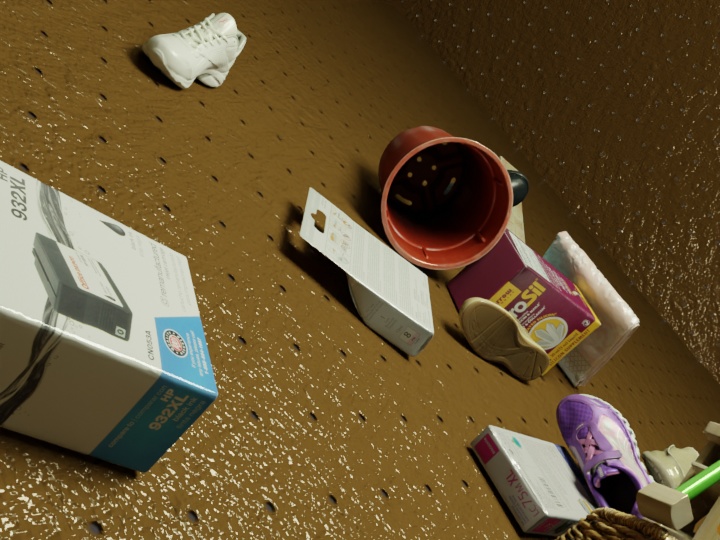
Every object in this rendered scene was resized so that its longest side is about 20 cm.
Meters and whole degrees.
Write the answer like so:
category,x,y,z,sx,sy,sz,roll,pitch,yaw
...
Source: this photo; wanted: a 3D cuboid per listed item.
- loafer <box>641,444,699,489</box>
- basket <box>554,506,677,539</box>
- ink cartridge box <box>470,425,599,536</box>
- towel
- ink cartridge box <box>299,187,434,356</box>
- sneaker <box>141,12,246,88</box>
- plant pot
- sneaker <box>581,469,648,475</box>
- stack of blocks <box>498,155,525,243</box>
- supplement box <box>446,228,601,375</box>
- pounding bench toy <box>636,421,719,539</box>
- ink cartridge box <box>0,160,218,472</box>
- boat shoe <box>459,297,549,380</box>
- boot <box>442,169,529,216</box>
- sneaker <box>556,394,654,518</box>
category,x,y,z,sx,sy,sz,roll,pitch,yaw
loafer,0.407,0.259,1.162,0.076,0.068,0.200,71,13,14
basket,0.302,0.325,0.912,0.200,0.149,0.143,42,19,-8
ink cartridge box,0.215,0.249,1.048,0.199,0.042,0.120,21,30,-49
towel,0.352,0.068,1.511,0.032,0.192,0.201,-15,58,-35
ink cartridge box,0.000,0.000,1.106,0.199,0.057,0.163,32,22,-13
sneaker,-0.209,-0.295,1.167,0.078,0.099,0.200,45,19,-1
plant pot,0.114,-0.130,1.407,0.200,0.201,0.196,39,11,-20
sneaker,0.333,0.273,1.228,0.087,0.075,0.200,50,9,35
stack of blocks,0.249,-0.109,1.739,0.058,0.115,0.201,34,40,-28
supplement box,0.253,0.051,1.398,0.199,0.131,0.104,33,22,-32
pounding bench toy,0.370,0.226,0.887,0.200,0.156,0.124,48,-16,-29
ink cartridge box,-0.199,0.021,0.561,0.199,0.084,0.146,30,24,-38
boat shoe,0.197,0.092,1.303,0.200,0.071,0.065,41,11,-39
boot,0.210,-0.105,1.576,0.169,0.198,0.077,-96,178,-63
sneaker,0.295,0.230,1.087,0.088,0.080,0.201,23,32,-48
